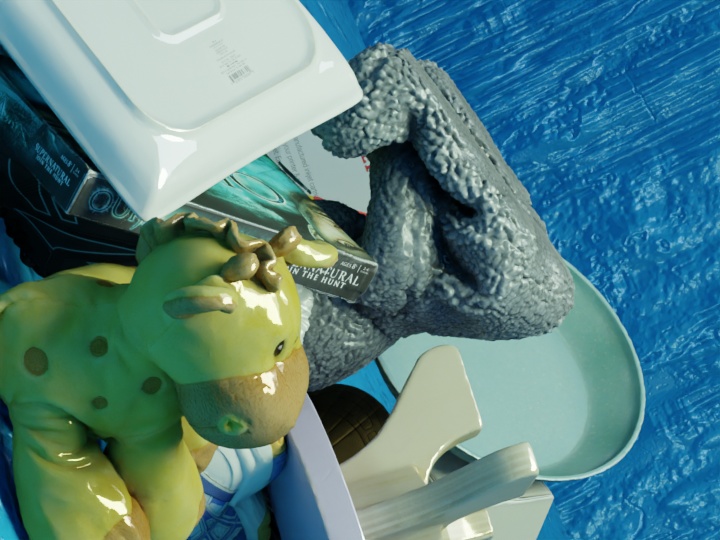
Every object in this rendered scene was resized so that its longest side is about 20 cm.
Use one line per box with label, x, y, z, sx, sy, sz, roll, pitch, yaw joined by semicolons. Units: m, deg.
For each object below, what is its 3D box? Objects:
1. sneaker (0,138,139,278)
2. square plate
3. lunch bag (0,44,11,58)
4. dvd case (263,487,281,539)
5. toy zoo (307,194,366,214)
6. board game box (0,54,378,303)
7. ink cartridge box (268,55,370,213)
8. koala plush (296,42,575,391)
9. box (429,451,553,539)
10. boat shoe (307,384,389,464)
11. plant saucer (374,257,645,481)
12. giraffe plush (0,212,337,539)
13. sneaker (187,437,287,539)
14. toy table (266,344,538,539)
sneaker;-0.168;-0.037;1.585;0.199;0.079;0.075;28;19;-23
square plate;-0.106;-0.139;1.508;0.198;0.028;0.200;51;41;5
lunch bag;-0.195;-0.158;1.620;0.160;0.077;0.200;26;-21;42
dvd case;-0.053;0.140;1.804;0.148;0.016;0.200;27;-22;48
toy zoo;-0.058;0.004;1.876;0.199;0.131;0.021;17;38;-38
board game box;-0.098;-0.048;1.546;0.199;0.028;0.135;17;19;-42
ink cartridge box;-0.052;-0.032;1.971;0.083;0.199;0.147;57;11;-48
koala plush;0.000;0.000;1.707;0.184;0.200;0.177;56;9;9
box;0.044;0.200;1.868;0.082;0.201;0.068;-3;38;-34
boat shoe;-0.028;0.115;1.849;0.200;0.072;0.065;15;-38;54
plant saucer;0.083;0.056;1.848;0.199;0.036;0.201;18;46;-20
giraffe plush;-0.091;0.038;1.433;0.200;0.162;0.173;56;31;-29
sneaker;-0.098;0.120;1.651;0.075;0.088;0.200;61;-18;24
toy table;0.025;0.138;1.623;0.184;0.117;0.201;144;-70;-76
